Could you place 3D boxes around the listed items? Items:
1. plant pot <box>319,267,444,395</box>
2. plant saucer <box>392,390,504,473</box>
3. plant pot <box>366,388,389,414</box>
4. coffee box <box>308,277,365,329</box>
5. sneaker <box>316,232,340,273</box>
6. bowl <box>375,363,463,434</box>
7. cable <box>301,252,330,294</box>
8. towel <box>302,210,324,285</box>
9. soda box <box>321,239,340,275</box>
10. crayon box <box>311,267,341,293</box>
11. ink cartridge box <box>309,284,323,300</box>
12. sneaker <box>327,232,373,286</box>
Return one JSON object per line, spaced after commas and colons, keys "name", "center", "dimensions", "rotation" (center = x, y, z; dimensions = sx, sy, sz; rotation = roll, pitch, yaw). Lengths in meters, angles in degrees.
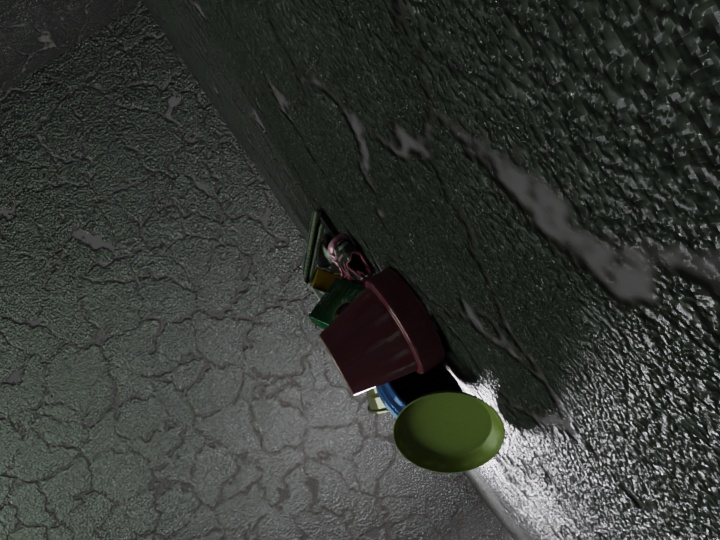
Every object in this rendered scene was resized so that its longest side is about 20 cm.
{"name": "plant pot", "center": [0.029, 0.127, 0.969], "dimensions": [0.201, 0.178, 0.200], "rotation": [56, 172, 13]}
{"name": "plant saucer", "center": [0.156, 0.285, 0.940], "dimensions": [0.201, 0.198, 0.031], "rotation": [57, -160, -24]}
{"name": "plant pot", "center": [0.070, 0.203, 1.222], "dimensions": [0.200, 0.198, 0.186], "rotation": [160, 86, -84]}
{"name": "coffee box", "center": [-0.013, 0.094, 1.180], "dimensions": [0.198, 0.124, 0.044], "rotation": [14, 150, 41]}
{"name": "sneaker", "center": [-0.079, -0.058, 1.436], "dimensions": [0.199, 0.077, 0.101], "rotation": [15, 124, 65]}
{"name": "bowl", "center": [0.123, 0.238, 1.053], "dimensions": [0.198, 0.040, 0.202], "rotation": [22, -151, -13]}
{"name": "cable", "center": [-0.100, 0.005, 1.683], "dimensions": [0.199, 0.069, 0.201], "rotation": [38, -159, -14]}
{"name": "towel", "center": [-0.133, -0.070, 1.474], "dimensions": [0.193, 0.034, 0.204], "rotation": [-141, 60, -80]}
{"name": "soda box", "center": [-0.053, -0.007, 1.570], "dimensions": [0.201, 0.064, 0.068], "rotation": [53, 175, 25]}
{"name": "crayon box", "center": [-0.064, 0.038, 1.388], "dimensions": [0.124, 0.052, 0.200], "rotation": [20, 180, -7]}
{"name": "ink cartridge box", "center": [-0.153, 0.082, 2.538], "dimensions": [0.200, 0.146, 0.145], "rotation": [50, 173, 44]}
{"name": "sneaker", "center": [-0.004, 0.006, 1.234], "dimensions": [0.095, 0.079, 0.201], "rotation": [32, 161, 46]}
